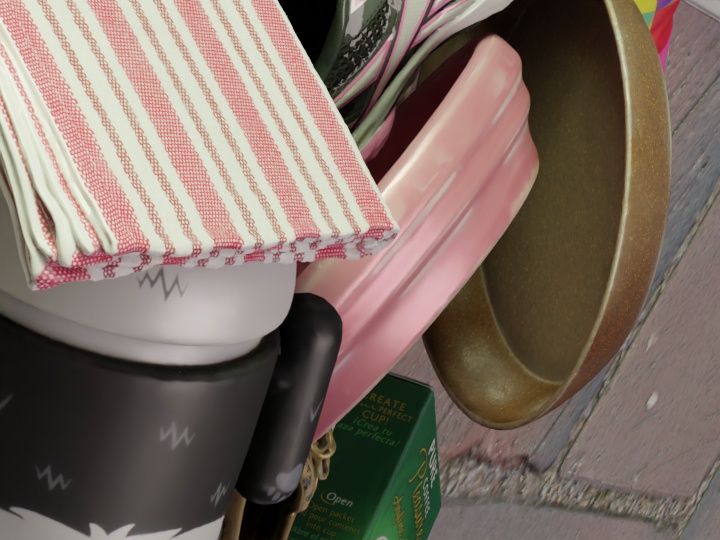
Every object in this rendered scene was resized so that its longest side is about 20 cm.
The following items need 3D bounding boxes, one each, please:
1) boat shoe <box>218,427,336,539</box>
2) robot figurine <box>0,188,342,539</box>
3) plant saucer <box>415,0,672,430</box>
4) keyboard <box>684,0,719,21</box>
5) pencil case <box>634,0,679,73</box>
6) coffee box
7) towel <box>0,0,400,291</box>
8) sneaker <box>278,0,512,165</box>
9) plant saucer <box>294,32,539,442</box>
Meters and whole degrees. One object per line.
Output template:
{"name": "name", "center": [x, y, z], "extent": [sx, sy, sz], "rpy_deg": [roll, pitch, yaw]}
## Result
{"name": "boat shoe", "center": [-0.045, 0.098, 1.205], "extent": [0.200, 0.063, 0.073], "rpy_deg": [-64, 149, -30]}
{"name": "robot figurine", "center": [-0.096, 0.041, 0.983], "extent": [0.150, 0.125, 0.200], "rpy_deg": [-24, 136, -60]}
{"name": "plant saucer", "center": [0.071, -0.037, 1.169], "extent": [0.034, 0.200, 0.200], "rpy_deg": [2, 126, -23]}
{"name": "keyboard", "center": [0.166, -0.159, 1.447], "extent": [0.056, 0.011, 0.200], "rpy_deg": [-66, 158, 5]}
{"name": "pencil case", "center": [0.105, -0.130, 1.251], "extent": [0.088, 0.088, 0.200], "rpy_deg": [-40, 154, -39]}
{"name": "coffee box", "center": [-0.018, 0.155, 1.351], "extent": [0.123, 0.044, 0.200], "rpy_deg": [81, 30, -59]}
{"name": "towel", "center": [-0.069, -0.064, 0.899], "extent": [0.030, 0.146, 0.200], "rpy_deg": [-32, 169, 23]}
{"name": "sneaker", "center": [0.005, -0.111, 1.064], "extent": [0.200, 0.080, 0.086], "rpy_deg": [-60, 157, 0]}
{"name": "plant saucer", "center": [0.000, 0.000, 1.120], "extent": [0.201, 0.051, 0.201], "rpy_deg": [-49, -174, 6]}
